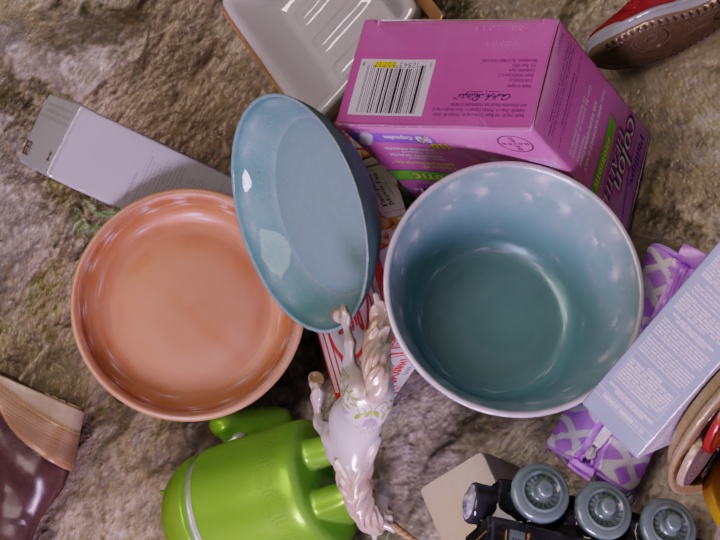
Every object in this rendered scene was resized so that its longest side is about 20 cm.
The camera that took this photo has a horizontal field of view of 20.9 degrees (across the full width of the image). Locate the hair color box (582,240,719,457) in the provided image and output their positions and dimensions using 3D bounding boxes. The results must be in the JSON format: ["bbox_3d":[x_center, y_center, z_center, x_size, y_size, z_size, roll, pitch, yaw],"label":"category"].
[{"bbox_3d":[0.256,0.038,1.393,0.061,0.099,0.200,46,115,18],"label":"hair color box"}]

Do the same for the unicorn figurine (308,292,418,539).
[{"bbox_3d":[0.000,0.120,1.538,0.074,0.200,0.138,-10,52,-2],"label":"unicorn figurine"}]

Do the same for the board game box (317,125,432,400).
[{"bbox_3d":[0.000,0.000,1.654,0.152,0.046,0.200,120,138,-54],"label":"board game box"}]

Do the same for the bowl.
[{"bbox_3d":[0.110,0.027,1.511,0.200,0.105,0.201,2,73,-6],"label":"bowl"}]

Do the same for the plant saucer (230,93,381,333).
[{"bbox_3d":[-0.038,-0.049,1.590,0.200,0.036,0.200,33,131,46],"label":"plant saucer"}]

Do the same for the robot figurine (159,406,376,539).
[{"bbox_3d":[-0.082,0.196,1.649,0.200,0.116,0.176,-21,71,24],"label":"robot figurine"}]

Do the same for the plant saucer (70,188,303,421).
[{"bbox_3d":[-0.147,0.031,1.675,0.200,0.037,0.201,0,81,-3],"label":"plant saucer"}]

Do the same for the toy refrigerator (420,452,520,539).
[{"bbox_3d":[0.122,0.250,1.535,0.070,0.076,0.200,-33,61,18],"label":"toy refrigerator"}]

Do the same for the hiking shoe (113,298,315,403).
[{"bbox_3d":[-0.137,0.058,1.749,0.200,0.074,0.087,-24,74,11],"label":"hiking shoe"}]

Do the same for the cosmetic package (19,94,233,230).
[{"bbox_3d":[-0.191,-0.082,1.740,0.074,0.200,0.102,-64,28,-1],"label":"cosmetic package"}]

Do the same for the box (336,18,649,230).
[{"bbox_3d":[0.110,-0.114,1.577,0.176,0.200,0.097,5,71,31],"label":"box"}]

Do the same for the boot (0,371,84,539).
[{"bbox_3d":[-0.363,0.177,1.850,0.200,0.072,0.167,20,84,30],"label":"boot"}]

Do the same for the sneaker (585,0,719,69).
[{"bbox_3d":[0.262,-0.252,1.610,0.200,0.071,0.113,-27,66,13],"label":"sneaker"}]

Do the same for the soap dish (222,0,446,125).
[{"bbox_3d":[-0.018,-0.219,1.708,0.157,0.081,0.200,-46,54,16],"label":"soap dish"}]

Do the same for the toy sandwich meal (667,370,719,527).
[{"bbox_3d":[0.309,0.105,1.406,0.205,0.205,0.070,-48,63,10],"label":"toy sandwich meal"}]

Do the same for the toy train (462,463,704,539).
[{"bbox_3d":[0.167,0.220,1.463,0.085,0.200,0.114,128,155,-60],"label":"toy train"}]

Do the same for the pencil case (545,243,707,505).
[{"bbox_3d":[0.216,0.077,1.526,0.084,0.085,0.200,25,88,24],"label":"pencil case"}]
